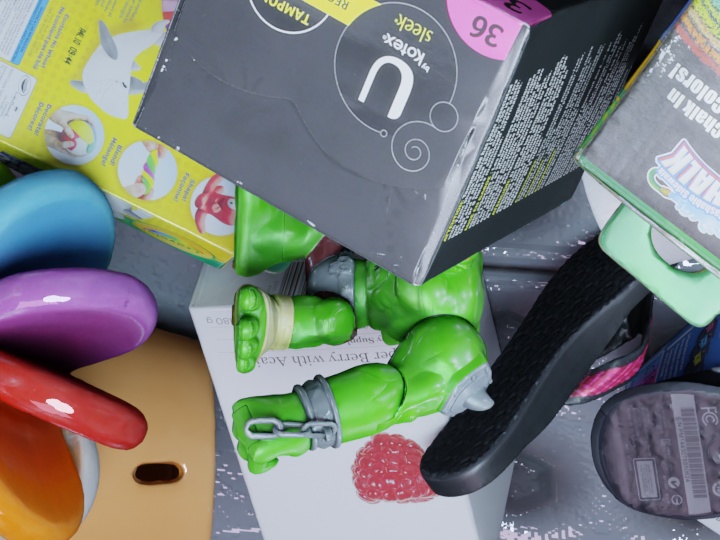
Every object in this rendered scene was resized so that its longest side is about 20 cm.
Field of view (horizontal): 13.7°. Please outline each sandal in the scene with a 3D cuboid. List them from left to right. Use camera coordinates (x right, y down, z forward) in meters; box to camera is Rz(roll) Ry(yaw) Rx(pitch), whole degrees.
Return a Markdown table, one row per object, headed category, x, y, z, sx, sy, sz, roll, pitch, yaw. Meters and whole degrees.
| category | x | y | z | sx | sy | sz | roll | pitch | yaw |
| --- | --- | --- | --- | --- | --- | --- | --- | --- | --- |
| sandal | 0.106 | 0.044 | 1.477 | 0.045 | 0.200 | 0.075 | 48 | 161 | -21 |

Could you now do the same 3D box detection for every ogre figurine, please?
| category | x | y | z | sx | sy | sz | roll | pitch | yaw |
| --- | --- | --- | --- | --- | --- | --- | --- | --- | --- |
| ogre figurine | 0.000 | 0.000 | 1.379 | 0.119 | 0.200 | 0.099 | 2 | 125 | -5 |

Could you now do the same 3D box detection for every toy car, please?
| category | x | y | z | sx | sy | sz | roll | pitch | yaw |
| --- | --- | --- | --- | --- | --- | --- | --- | --- | --- |
| toy car | -0.165 | 0.038 | 1.394 | 0.149 | 0.201 | 0.175 | -8 | 162 | 31 |

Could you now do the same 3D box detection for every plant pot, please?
| category | x | y | z | sx | sy | sz | roll | pitch | yaw |
| --- | --- | --- | --- | --- | --- | --- | --- | --- | --- |
| plant pot | -0.153 | 0.105 | 1.590 | 0.139 | 0.201 | 0.201 | 2 | 133 | -10 |

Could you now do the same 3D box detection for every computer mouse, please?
| category | x | y | z | sx | sy | sz | roll | pitch | yaw |
| --- | --- | --- | --- | --- | --- | --- | --- | --- | --- |
| computer mouse | 0.219 | 0.105 | 1.464 | 0.199 | 0.046 | 0.141 | -10 | 107 | 22 |

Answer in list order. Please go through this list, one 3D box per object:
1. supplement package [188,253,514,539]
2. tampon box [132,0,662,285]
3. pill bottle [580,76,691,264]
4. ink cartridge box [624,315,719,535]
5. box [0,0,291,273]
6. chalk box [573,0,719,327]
| category | x | y | z | sx | sy | sz | roll | pitch | yaw |
| --- | --- | --- | --- | --- | --- | --- | --- | --- | --- |
| supplement package | 0.002 | 0.054 | 1.541 | 0.120 | 0.120 | 0.201 | -4 | 129 | 15 |
| tampon box | 0.023 | -0.099 | 1.308 | 0.149 | 0.200 | 0.127 | 29 | 111 | 15 |
| pill bottle | 0.209 | -0.069 | 1.391 | 0.199 | 0.110 | 0.110 | -17 | 124 | 26 |
| ink cartridge box | 0.242 | 0.057 | 1.513 | 0.136 | 0.077 | 0.200 | 33 | 131 | -15 |
| box | -0.106 | -0.085 | 1.452 | 0.199 | 0.118 | 0.048 | 26 | 166 | -7 |
| chalk box | 0.182 | -0.069 | 1.272 | 0.125 | 0.124 | 0.200 | 39 | 119 | 4 |
